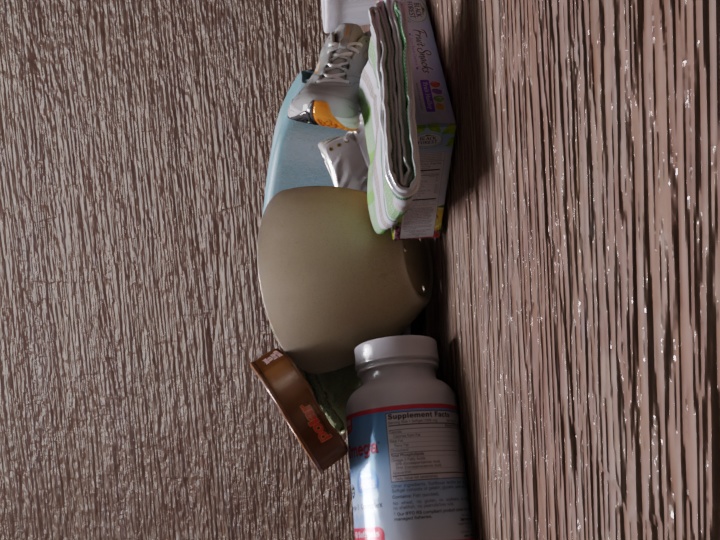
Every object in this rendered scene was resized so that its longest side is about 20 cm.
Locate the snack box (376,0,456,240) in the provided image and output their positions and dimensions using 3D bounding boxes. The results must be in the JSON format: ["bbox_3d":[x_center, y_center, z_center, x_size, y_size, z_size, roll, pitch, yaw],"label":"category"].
[{"bbox_3d":[0.046,-0.152,0.729,0.143,0.052,0.202,93,172,-51],"label":"snack box"}]

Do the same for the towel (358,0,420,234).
[{"bbox_3d":[0.016,-0.115,0.628,0.200,0.030,0.151,128,139,-82],"label":"towel"}]

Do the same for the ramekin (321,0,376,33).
[{"bbox_3d":[-0.002,-0.391,0.898,0.200,0.096,0.203,177,90,-86],"label":"ramekin"}]

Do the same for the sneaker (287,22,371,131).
[{"bbox_3d":[-0.024,-0.204,0.772,0.200,0.075,0.093,-73,-6,-65],"label":"sneaker"}]

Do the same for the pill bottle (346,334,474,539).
[{"bbox_3d":[0.042,0.169,0.704,0.109,0.107,0.202,96,169,-70],"label":"pill bottle"}]

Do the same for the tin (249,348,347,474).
[{"bbox_3d":[-0.063,0.135,0.745,0.113,0.042,0.200,63,168,-5],"label":"tin"}]

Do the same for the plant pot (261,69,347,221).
[{"bbox_3d":[-0.041,-0.183,1.108,0.197,0.193,0.202,-102,17,-66],"label":"plant pot"}]

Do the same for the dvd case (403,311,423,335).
[{"bbox_3d":[0.063,0.076,0.996,0.143,0.017,0.202,-97,5,-52],"label":"dvd case"}]

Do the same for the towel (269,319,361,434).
[{"bbox_3d":[-0.045,0.074,0.870,0.149,0.036,0.201,-69,-39,-50],"label":"towel"}]

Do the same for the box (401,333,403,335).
[{"bbox_3d":[-0.012,0.069,1.062,0.201,0.050,0.159,-117,32,-42],"label":"box"}]

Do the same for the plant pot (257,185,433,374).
[{"bbox_3d":[0.000,0.000,0.793,0.200,0.133,0.203,-10,-90,-67],"label":"plant pot"}]

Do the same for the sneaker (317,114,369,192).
[{"bbox_3d":[0.005,-0.173,0.905,0.074,0.114,0.203,102,165,-84],"label":"sneaker"}]
